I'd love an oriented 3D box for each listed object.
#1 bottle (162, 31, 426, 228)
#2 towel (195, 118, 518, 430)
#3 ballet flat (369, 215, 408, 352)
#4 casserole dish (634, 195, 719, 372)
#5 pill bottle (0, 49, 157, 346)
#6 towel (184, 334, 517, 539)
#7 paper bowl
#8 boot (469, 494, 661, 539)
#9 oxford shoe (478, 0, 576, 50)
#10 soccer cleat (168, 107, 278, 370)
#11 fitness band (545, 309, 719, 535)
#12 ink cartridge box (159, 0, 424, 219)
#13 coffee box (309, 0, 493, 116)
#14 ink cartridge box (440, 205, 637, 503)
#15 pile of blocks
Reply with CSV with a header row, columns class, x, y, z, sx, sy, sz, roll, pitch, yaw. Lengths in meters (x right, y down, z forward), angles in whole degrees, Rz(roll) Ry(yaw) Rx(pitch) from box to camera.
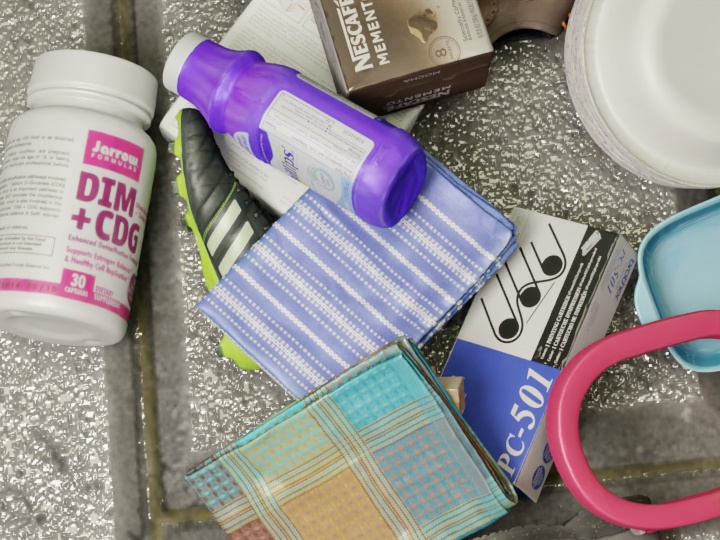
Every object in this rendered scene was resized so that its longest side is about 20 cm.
class,x,y,z,sx,sy,sz,roll,pitch,yaw
bottle,-0.049,-0.105,1.500,0.199,0.084,0.065,31,77,16
towel,0.000,0.000,1.512,0.145,0.024,0.200,41,78,13
ballet flat,0.018,0.036,1.553,0.064,0.076,0.201,23,81,-26
casserole dish,0.294,-0.002,1.552,0.199,0.039,0.122,-21,90,-2
pill bottle,-0.213,-0.053,1.559,0.113,0.113,0.201,7,76,4
towel,-0.008,0.152,1.472,0.199,0.022,0.147,-32,100,21
paper bowl,0.256,-0.161,1.546,0.199,0.104,0.202,0,91,-8
boot,0.135,0.245,1.488,0.199,0.070,0.132,-15,76,-3
oxford shoe,0.152,-0.217,1.615,0.199,0.071,0.073,-26,83,5
soccer cleat,-0.088,-0.027,1.556,0.081,0.068,0.201,-15,96,1
fitness band,0.227,0.106,1.492,0.199,0.037,0.144,-14,84,-17
ink cartridge box,-0.032,-0.139,1.606,0.162,0.050,0.200,35,80,11
coffee box,0.014,-0.223,1.541,0.112,0.080,0.201,-15,78,-5
ink cartridge box,0.120,0.059,1.535,0.094,0.044,0.201,16,76,33
pile of blocks,0.014,0.143,1.509,0.082,0.062,0.200,44,113,-6
